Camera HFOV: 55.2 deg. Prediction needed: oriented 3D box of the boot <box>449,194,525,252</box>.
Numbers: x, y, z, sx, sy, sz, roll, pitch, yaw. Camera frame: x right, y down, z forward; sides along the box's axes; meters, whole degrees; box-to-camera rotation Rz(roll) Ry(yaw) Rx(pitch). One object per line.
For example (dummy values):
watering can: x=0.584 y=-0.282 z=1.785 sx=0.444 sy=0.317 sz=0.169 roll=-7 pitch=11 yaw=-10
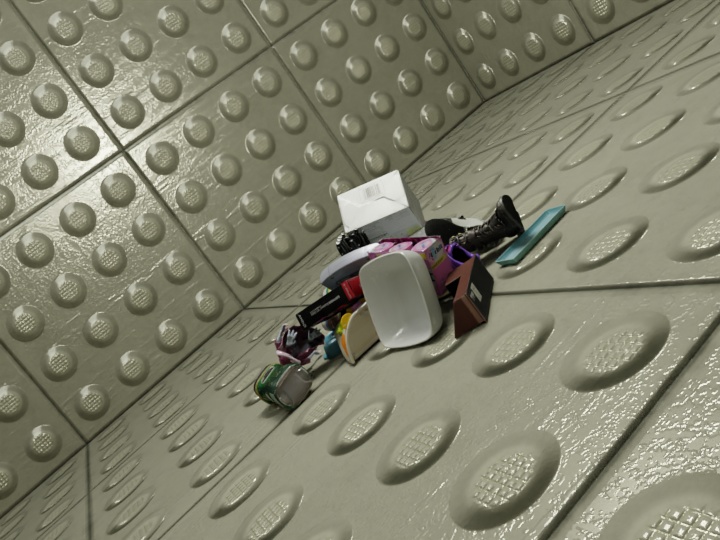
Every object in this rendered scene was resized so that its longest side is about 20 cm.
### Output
boot: x=0.285 y=-0.090 z=1.589 sx=0.171 sy=0.070 sz=0.200 roll=-22 pitch=-24 yaw=16

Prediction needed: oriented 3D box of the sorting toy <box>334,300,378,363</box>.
sorting toy: x=0.000 y=0.124 z=1.731 sx=0.199 sy=0.108 sz=0.180 roll=-41 pitch=9 yaw=-16

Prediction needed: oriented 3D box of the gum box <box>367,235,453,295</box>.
gum box: x=0.112 y=-0.010 z=1.578 sx=0.198 sy=0.115 sz=0.066 roll=0 pitch=32 yaw=48

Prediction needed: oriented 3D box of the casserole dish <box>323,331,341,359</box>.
casserole dish: x=-0.031 y=0.161 z=1.852 sx=0.199 sy=0.039 sz=0.121 roll=-39 pitch=10 yaw=0

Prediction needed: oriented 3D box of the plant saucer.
plant saucer: x=0.385 y=-0.078 z=1.547 sx=0.200 sy=0.019 sz=0.070 roll=-43 pitch=12 yaw=-22

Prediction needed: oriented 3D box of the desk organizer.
desk organizer: x=0.218 y=0.051 z=1.422 sx=0.076 sy=0.072 sz=0.200 roll=-34 pitch=11 yaw=25

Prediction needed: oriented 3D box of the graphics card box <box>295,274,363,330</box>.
graphics card box: x=-0.057 y=0.076 z=1.731 sx=0.199 sy=0.052 sz=0.125 roll=-33 pitch=-6 yaw=33

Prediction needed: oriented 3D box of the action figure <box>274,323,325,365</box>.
action figure: x=-0.169 y=0.223 z=1.819 sx=0.201 sy=0.132 sz=0.151 roll=-53 pitch=13 yaw=50

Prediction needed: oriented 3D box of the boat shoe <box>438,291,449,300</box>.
boat shoe: x=0.176 y=0.034 z=1.634 sx=0.198 sy=0.065 sz=0.073 roll=-36 pitch=9 yaw=7

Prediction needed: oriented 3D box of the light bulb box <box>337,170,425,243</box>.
light bulb box: x=0.066 y=-0.153 z=1.949 sx=0.195 sy=0.127 sz=0.200 roll=-21 pitch=-26 yaw=14

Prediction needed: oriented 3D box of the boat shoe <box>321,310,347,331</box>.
boat shoe: x=-0.038 y=0.077 z=1.887 sx=0.071 sy=0.072 sz=0.203 roll=-3 pitch=57 yaw=37

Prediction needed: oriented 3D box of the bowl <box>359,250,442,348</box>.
bowl: x=0.097 y=0.057 z=1.501 sx=0.074 sy=0.203 sz=0.199 roll=-19 pitch=-1 yaw=-34

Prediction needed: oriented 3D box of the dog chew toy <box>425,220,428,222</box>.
dog chew toy: x=0.156 y=-0.086 z=2.066 sx=0.197 sy=0.126 sz=0.125 roll=-25 pitch=14 yaw=20

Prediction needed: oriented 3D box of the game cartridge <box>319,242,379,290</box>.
game cartridge: x=0.000 y=0.000 z=1.756 sx=0.198 sy=0.133 sz=0.042 roll=-27 pitch=48 yaw=27

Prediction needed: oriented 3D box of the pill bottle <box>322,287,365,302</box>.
pill bottle: x=-0.003 y=0.053 z=2.003 sx=0.198 sy=0.113 sz=0.113 roll=-34 pitch=11 yaw=20

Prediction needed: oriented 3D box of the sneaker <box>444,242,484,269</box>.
sneaker: x=0.202 y=-0.035 z=1.586 sx=0.197 sy=0.084 sz=0.081 roll=16 pitch=49 yaw=38

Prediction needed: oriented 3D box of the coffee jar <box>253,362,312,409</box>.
coffee jar: x=-0.200 y=0.288 z=1.739 sx=0.105 sy=0.085 sz=0.199 roll=-53 pitch=16 yaw=-20

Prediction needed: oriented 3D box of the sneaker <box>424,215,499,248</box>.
sneaker: x=0.262 y=-0.098 z=1.748 sx=0.196 sy=0.076 sz=0.088 roll=10 pitch=21 yaw=19

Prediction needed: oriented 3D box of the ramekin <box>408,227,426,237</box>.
ramekin: x=0.164 y=-0.033 z=1.860 sx=0.199 sy=0.098 sz=0.201 roll=-37 pitch=11 yaw=8

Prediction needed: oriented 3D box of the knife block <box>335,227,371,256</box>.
knife block: x=0.005 y=-0.007 z=1.849 sx=0.063 sy=0.204 sz=0.175 roll=-18 pitch=-14 yaw=28
